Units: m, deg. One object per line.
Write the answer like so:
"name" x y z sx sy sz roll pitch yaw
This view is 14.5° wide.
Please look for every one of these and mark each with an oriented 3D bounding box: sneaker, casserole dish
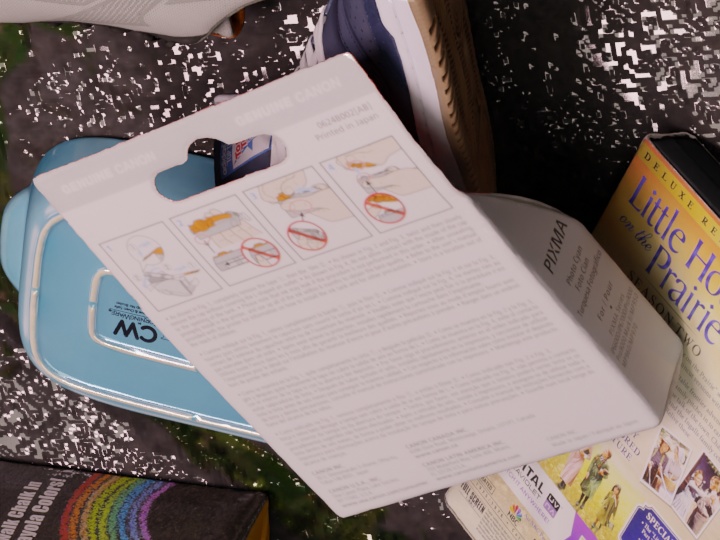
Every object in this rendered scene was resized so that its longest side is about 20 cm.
"sneaker" -0.093 -0.115 1.080 0.200 0.074 0.079 -10 121 21
"casserole dish" -0.060 0.016 1.166 0.200 0.039 0.121 14 122 9
"sneaker" -0.012 -0.063 1.042 0.108 0.070 0.200 -2 150 9

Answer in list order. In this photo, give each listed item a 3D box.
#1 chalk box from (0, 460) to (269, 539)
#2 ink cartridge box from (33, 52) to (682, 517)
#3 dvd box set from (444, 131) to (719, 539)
"chalk box" -0.148 0.167 1.229 0.200 0.125 0.124 5 120 14
"ink cartridge box" 0.000 0.000 1.054 0.160 0.047 0.200 -19 124 36
"dvd box set" 0.119 0.068 1.101 0.146 0.029 0.200 50 130 33
